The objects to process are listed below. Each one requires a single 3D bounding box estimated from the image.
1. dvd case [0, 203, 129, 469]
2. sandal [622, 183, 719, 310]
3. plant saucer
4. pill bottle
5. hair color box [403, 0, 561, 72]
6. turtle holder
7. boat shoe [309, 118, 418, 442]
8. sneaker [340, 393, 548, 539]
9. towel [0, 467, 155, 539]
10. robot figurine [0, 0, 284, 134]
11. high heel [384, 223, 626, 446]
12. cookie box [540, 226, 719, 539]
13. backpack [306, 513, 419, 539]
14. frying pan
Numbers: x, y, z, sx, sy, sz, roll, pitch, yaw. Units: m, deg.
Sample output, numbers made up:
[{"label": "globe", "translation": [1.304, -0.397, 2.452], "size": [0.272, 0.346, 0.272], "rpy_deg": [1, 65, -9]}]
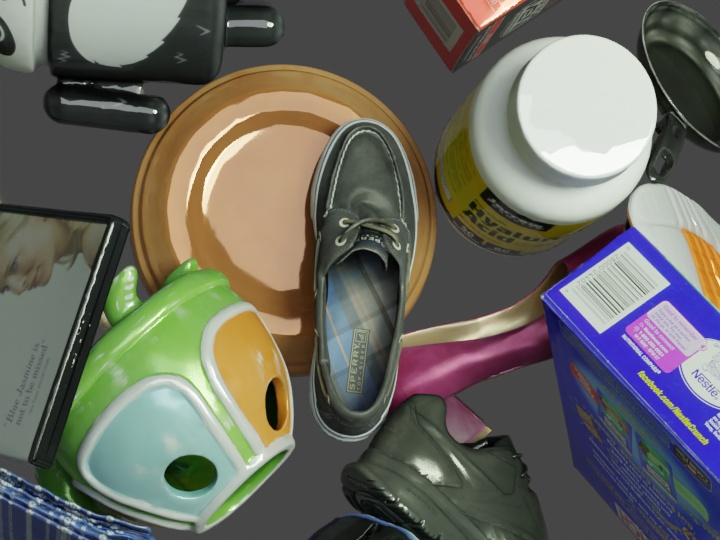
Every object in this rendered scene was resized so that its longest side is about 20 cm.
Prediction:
[{"label": "dvd case", "translation": [-0.220, 0.030, 1.083], "size": [0.017, 0.199, 0.144], "rpy_deg": [27, 76, -43]}, {"label": "sandal", "translation": [0.208, 0.010, 1.163], "size": [0.059, 0.206, 0.080], "rpy_deg": [-25, 62, 29]}, {"label": "plant saucer", "translation": [-0.047, -0.034, 1.182], "size": [0.198, 0.037, 0.203], "rpy_deg": [1, 82, -8]}, {"label": "pill bottle", "translation": [0.112, -0.077, 1.127], "size": [0.110, 0.200, 0.113], "rpy_deg": [1, 81, -7]}, {"label": "hair color box", "translation": [0.130, -0.215, 1.201], "size": [0.199, 0.102, 0.061], "rpy_deg": [-35, 87, -11]}, {"label": "turtle holder", "translation": [-0.123, 0.093, 1.092], "size": [0.185, 0.141, 0.132], "rpy_deg": [-43, 81, -5]}, {"label": "boat shoe", "translation": [0.000, 0.000, 1.127], "size": [0.069, 0.066, 0.202], "rpy_deg": [9, 76, -6]}, {"label": "sneaker", "translation": [0.082, 0.153, 1.137], "size": [0.200, 0.076, 0.091], "rpy_deg": [44, 66, -23]}, {"label": "towel", "translation": [-0.209, 0.136, 1.070], "size": [0.199, 0.145, 0.024], "rpy_deg": [26, 64, 3]}, {"label": "robot figurine", "translation": [-0.145, -0.177, 1.142], "size": [0.198, 0.125, 0.152], "rpy_deg": [3, 63, -8]}, {"label": "high heel", "translation": [0.086, 0.023, 1.178], "size": [0.200, 0.067, 0.096], "rpy_deg": [-45, 100, 1]}, {"label": "cookie box", "translation": [0.190, 0.102, 1.084], "size": [0.075, 0.201, 0.171], "rpy_deg": [-33, 56, -12]}, {"label": "backpack", "translation": [-0.008, 0.253, 1.076], "size": [0.147, 0.183, 0.201], "rpy_deg": [40, 79, -24]}, {"label": "frying pan", "translation": [0.215, -0.094, 1.188], "size": [0.114, 0.031, 0.191], "rpy_deg": [31, 45, -25]}]
